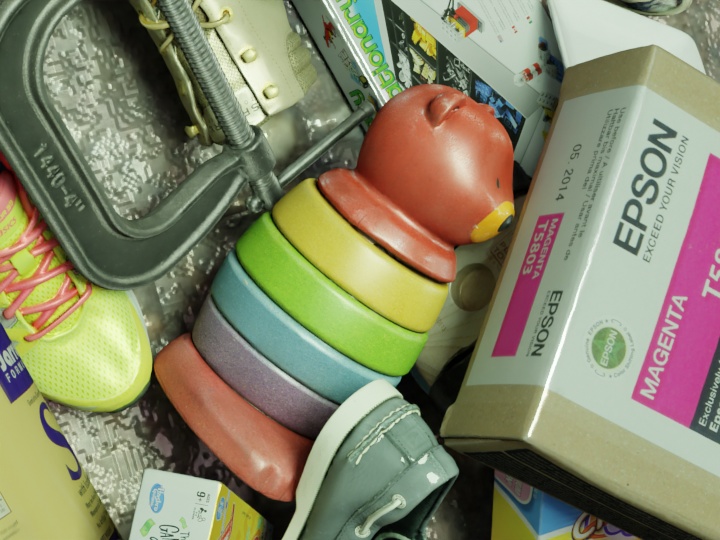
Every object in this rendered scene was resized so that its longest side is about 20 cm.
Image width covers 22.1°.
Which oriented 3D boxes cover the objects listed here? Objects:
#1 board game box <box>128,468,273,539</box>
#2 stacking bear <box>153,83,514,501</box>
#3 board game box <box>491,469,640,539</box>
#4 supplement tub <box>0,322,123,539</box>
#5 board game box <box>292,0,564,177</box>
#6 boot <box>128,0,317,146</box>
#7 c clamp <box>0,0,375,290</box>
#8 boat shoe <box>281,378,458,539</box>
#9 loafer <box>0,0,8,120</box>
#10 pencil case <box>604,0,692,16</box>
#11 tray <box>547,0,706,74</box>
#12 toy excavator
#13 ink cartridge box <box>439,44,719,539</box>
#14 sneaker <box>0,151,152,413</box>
[{"bbox_3d":[-0.079,0.170,0.839,0.034,0.200,0.135,10,78,6],"label":"board game box"},{"bbox_3d":[0.000,0.000,0.897,0.114,0.121,0.200,42,100,22],"label":"stacking bear"},{"bbox_3d":[0.139,0.119,0.980,0.153,0.040,0.201,-21,130,-27],"label":"board game box"},{"bbox_3d":[-0.200,0.094,0.809,0.145,0.145,0.200,-32,99,-27],"label":"supplement tub"},{"bbox_3d":[0.042,-0.132,1.023,0.126,0.035,0.200,-34,100,-27],"label":"board game box"},{"bbox_3d":[-0.093,-0.133,0.897,0.156,0.073,0.200,69,23,-8],"label":"boot"},{"bbox_3d":[-0.090,-0.081,0.851,0.171,0.027,0.200,-48,138,-15],"label":"c clamp"},{"bbox_3d":[0.000,0.139,0.887,0.062,0.200,0.073,37,47,23],"label":"boat shoe"},{"bbox_3d":[-0.193,-0.141,0.855,0.063,0.072,0.201,-14,56,7],"label":"loafer"},{"bbox_3d":[0.185,-0.241,1.081,0.078,0.089,0.201,30,72,-22],"label":"pencil case"},{"bbox_3d":[0.155,-0.071,0.998,0.107,0.022,0.200,15,44,-24],"label":"tray"},{"bbox_3d":[0.121,0.005,1.009,0.194,0.200,0.100,-42,64,12],"label":"toy excavator"},{"bbox_3d":[0.150,0.020,0.872,0.164,0.075,0.201,27,74,-24],"label":"ink cartridge box"},{"bbox_3d":[-0.168,-0.011,0.862,0.078,0.090,0.200,-41,101,-11],"label":"sneaker"}]
